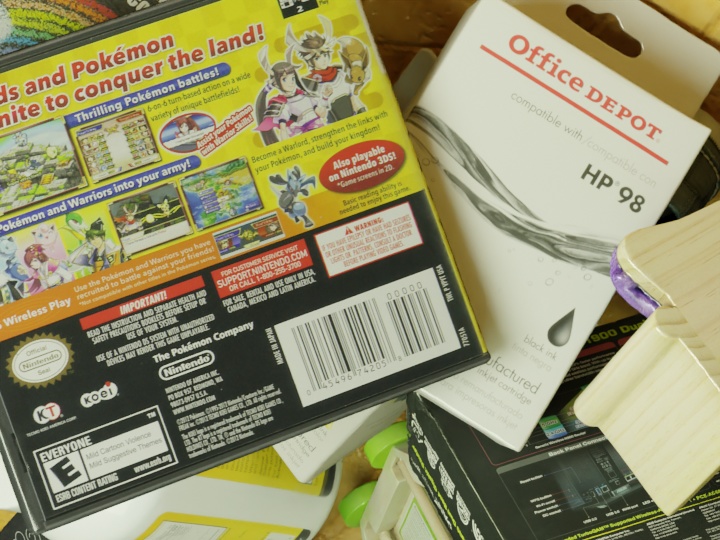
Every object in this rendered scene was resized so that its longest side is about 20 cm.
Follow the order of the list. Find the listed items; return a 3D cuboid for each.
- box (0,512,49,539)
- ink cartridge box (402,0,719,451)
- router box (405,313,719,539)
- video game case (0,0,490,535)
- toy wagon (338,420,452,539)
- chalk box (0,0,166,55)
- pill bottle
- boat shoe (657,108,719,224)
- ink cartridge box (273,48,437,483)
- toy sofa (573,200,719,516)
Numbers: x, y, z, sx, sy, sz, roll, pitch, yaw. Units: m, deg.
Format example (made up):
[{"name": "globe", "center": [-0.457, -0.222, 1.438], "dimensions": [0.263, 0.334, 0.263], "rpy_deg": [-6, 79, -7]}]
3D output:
[{"name": "box", "center": [-0.105, 0.210, 1.349], "dimensions": [0.200, 0.132, 0.115], "rpy_deg": [56, 135, 11]}, {"name": "ink cartridge box", "center": [0.067, -0.038, 1.056], "dimensions": [0.116, 0.201, 0.067], "rpy_deg": [31, 178, -2]}, {"name": "router box", "center": [0.138, 0.093, 1.121], "dimensions": [0.199, 0.150, 0.062], "rpy_deg": [-15, 135, -15]}, {"name": "video game case", "center": [-0.069, -0.014, 0.985], "dimensions": [0.025, 0.199, 0.181], "rpy_deg": [159, 91, -76]}, {"name": "toy wagon", "center": [0.049, 0.154, 1.279], "dimensions": [0.039, 0.156, 0.200], "rpy_deg": [-17, 153, -23]}, {"name": "chalk box", "center": [-0.119, -0.120, 1.071], "dimensions": [0.125, 0.200, 0.124], "rpy_deg": [45, 161, -1]}, {"name": "pill bottle", "center": [-0.107, 0.088, 1.239], "dimensions": [0.112, 0.113, 0.200], "rpy_deg": [-18, 160, 33]}, {"name": "boat shoe", "center": [0.077, -0.026, 1.159], "dimensions": [0.199, 0.062, 0.073], "rpy_deg": [-14, 128, 33]}, {"name": "ink cartridge box", "center": [0.000, 0.000, 1.160], "dimensions": [0.117, 0.067, 0.200], "rpy_deg": [52, 140, 10]}, {"name": "toy sofa", "center": [0.183, 0.011, 1.062], "dimensions": [0.098, 0.200, 0.083], "rpy_deg": [53, 146, 14]}]
